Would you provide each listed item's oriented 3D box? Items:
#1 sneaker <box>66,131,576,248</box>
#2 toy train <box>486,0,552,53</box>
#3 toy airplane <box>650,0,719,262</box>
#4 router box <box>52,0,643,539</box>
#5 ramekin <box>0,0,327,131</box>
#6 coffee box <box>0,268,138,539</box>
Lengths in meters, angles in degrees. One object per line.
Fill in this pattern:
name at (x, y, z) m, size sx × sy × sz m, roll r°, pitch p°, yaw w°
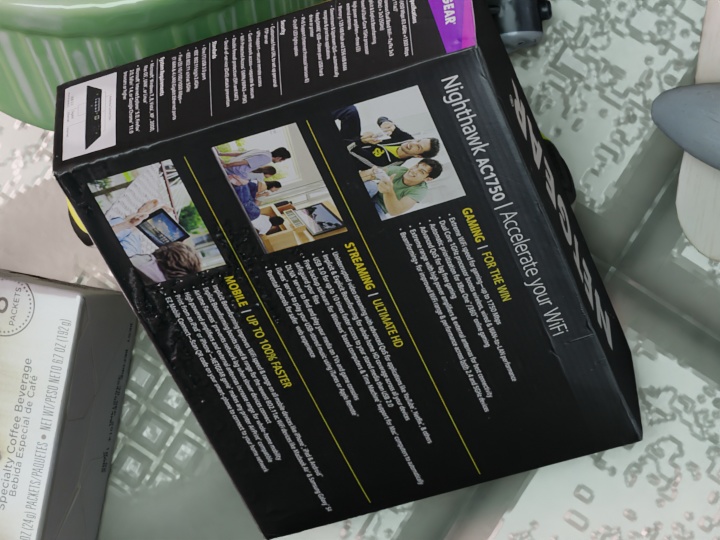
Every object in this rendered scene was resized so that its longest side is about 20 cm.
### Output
sneaker at (-0.018, -0.034, 1.057) m, size 0.200 × 0.075 × 0.076 m, roll 12°, pitch 113°, yaw 14°
toy train at (0.035, -0.170, 1.058) m, size 0.056 × 0.042 × 0.200 m, roll -6°, pitch 87°, yaw 1°
toy airplane at (0.157, -0.128, 0.975) m, size 0.199 × 0.141 × 0.200 m, roll -30°, pitch 89°, yaw 19°
router box at (0.000, 0.000, 0.988) m, size 0.149 × 0.200 × 0.051 m, roll -15°, pitch 42°, yaw 12°
ramekin at (-0.084, -0.143, 1.015) m, size 0.200 × 0.098 × 0.200 m, roll -3°, pitch 57°, yaw 5°
coffee box at (-0.197, 0.045, 1.078) m, size 0.200 × 0.080 × 0.113 m, roll 10°, pitch 91°, yaw 12°
